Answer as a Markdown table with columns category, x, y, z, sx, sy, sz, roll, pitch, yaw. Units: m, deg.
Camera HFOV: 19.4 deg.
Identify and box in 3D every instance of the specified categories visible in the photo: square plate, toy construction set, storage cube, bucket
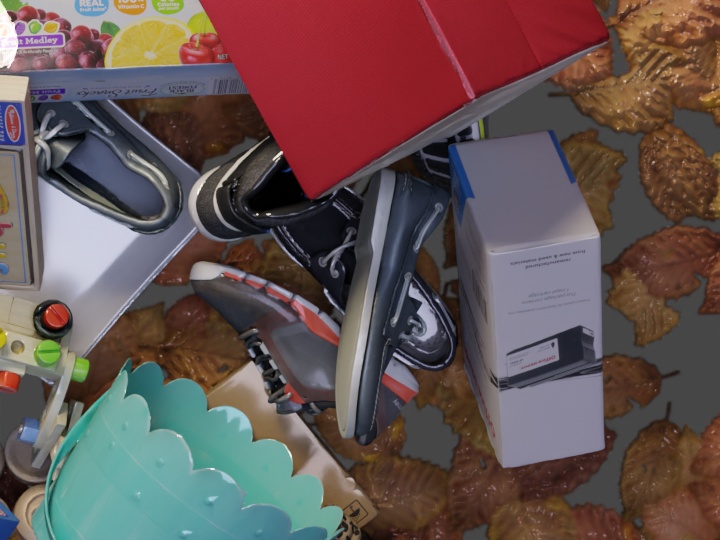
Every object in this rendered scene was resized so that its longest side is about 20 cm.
| category | x | y | z | sx | sy | sz | roll | pitch | yaw |
| --- | --- | --- | --- | --- | --- | --- | --- | --- | --- |
| square plate | -0.240 | -0.048 | 1.584 | 0.200 | 0.028 | 0.198 | 41 | 95 | -11 |
| toy construction set | -0.275 | 0.079 | 1.533 | 0.200 | 0.092 | 0.131 | 23 | 67 | -32 |
| storage cube | 0.025 | -0.178 | 1.433 | 0.200 | 0.171 | 0.180 | -30 | 88 | 43 |
| bucket | -0.130 | 0.176 | 1.527 | 0.207 | 0.207 | 0.135 | 35 | 96 | -10 |

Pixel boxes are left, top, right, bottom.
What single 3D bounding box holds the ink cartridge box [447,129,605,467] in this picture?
| category | x | y | z | sx | sy | sz | roll | pitch | yaw |
| --- | --- | --- | --- | --- | --- | --- | --- | --- | --- |
| ink cartridge box | 0.121 | 0.021 | 1.540 | 0.084 | 0.145 | 0.200 | -9 | 127 | -5 |

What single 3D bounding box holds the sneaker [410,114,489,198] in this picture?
| category | x | y | z | sx | sy | sz | roll | pitch | yaw |
| --- | --- | --- | --- | --- | --- | --- | --- | --- | --- |
| sneaker | 0.083 | -0.146 | 1.575 | 0.081 | 0.074 | 0.200 | -26 | 125 | -40 |

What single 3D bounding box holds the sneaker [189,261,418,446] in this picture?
| category | x | y | z | sx | sy | sz | roll | pitch | yaw |
| --- | --- | --- | --- | --- | --- | --- | --- | --- | --- |
| sneaker | -0.052 | 0.066 | 1.592 | 0.200 | 0.077 | 0.082 | 33 | 84 | -11 |

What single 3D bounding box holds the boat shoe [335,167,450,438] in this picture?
| category | x | y | z | sx | sy | sz | roll | pitch | yaw |
| --- | --- | --- | --- | --- | --- | --- | --- | --- | --- |
| boat shoe | 0.023 | 0.027 | 1.540 | 0.062 | 0.073 | 0.200 | 10 | 86 | -12 |

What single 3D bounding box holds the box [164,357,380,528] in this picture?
| category | x | y | z | sx | sy | sz | roll | pitch | yaw |
| --- | --- | --- | --- | --- | --- | --- | --- | --- | --- |
| box | -0.112 | 0.189 | 1.642 | 0.200 | 0.021 | 0.164 | -38 | 102 | 2 |

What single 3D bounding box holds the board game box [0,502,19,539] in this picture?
| category | x | y | z | sx | sy | sz | roll | pitch | yaw |
| --- | --- | --- | --- | --- | --- | --- | --- | --- | --- |
| board game box | -0.365 | 0.182 | 1.550 | 0.200 | 0.045 | 0.152 | 39 | 96 | 26 |

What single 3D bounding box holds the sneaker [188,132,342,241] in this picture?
| category | x | y | z | sx | sy | sz | roll | pitch | yaw |
| --- | --- | --- | --- | --- | --- | --- | --- | --- | --- |
| sneaker | -0.022 | -0.084 | 1.526 | 0.200 | 0.112 | 0.073 | -38 | 106 | -23 |

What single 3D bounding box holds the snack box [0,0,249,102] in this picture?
| category | x | y | z | sx | sy | sz | roll | pitch | yaw |
| --- | --- | --- | --- | --- | --- | --- | --- | --- | --- |
| snack box | -0.171 | -0.195 | 1.510 | 0.200 | 0.053 | 0.142 | -4 | 66 | -11 |

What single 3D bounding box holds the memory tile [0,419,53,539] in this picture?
| category | x | y | z | sx | sy | sz | roll | pitch | yaw |
| --- | --- | --- | --- | --- | --- | --- | --- | --- | --- |
| memory tile | -0.286 | 0.214 | 1.582 | 0.153 | 0.017 | 0.200 | -4 | 72 | -10 |

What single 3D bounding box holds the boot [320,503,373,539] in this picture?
| category | x | y | z | sx | sy | sz | roll | pitch | yaw |
| --- | --- | --- | --- | --- | --- | --- | --- | --- | --- |
| boot | -0.027 | 0.289 | 1.630 | 0.151 | 0.073 | 0.200 | 42 | 90 | -23 |

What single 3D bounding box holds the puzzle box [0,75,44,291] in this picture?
| category | x | y | z | sx | sy | sz | roll | pitch | yaw |
| --- | --- | --- | --- | --- | --- | --- | --- | --- | --- |
| puzzle box | -0.294 | -0.061 | 1.488 | 0.133 | 0.025 | 0.200 | 2 | 139 | -2 |

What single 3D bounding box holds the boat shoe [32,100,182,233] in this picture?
| category | x | y | z | sx | sy | sz | roll | pitch | yaw |
| --- | --- | --- | --- | --- | --- | --- | --- | --- | --- |
| boat shoe | -0.213 | -0.097 | 1.524 | 0.200 | 0.062 | 0.073 | 38 | 94 | -11 |

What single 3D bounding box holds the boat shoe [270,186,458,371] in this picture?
| category | x | y | z | sx | sy | sz | roll | pitch | yaw |
| --- | --- | --- | --- | --- | --- | --- | --- | --- | --- |
| boat shoe | 0.000 | 0.000 | 1.600 | 0.074 | 0.060 | 0.200 | -40 | 101 | 3 |
